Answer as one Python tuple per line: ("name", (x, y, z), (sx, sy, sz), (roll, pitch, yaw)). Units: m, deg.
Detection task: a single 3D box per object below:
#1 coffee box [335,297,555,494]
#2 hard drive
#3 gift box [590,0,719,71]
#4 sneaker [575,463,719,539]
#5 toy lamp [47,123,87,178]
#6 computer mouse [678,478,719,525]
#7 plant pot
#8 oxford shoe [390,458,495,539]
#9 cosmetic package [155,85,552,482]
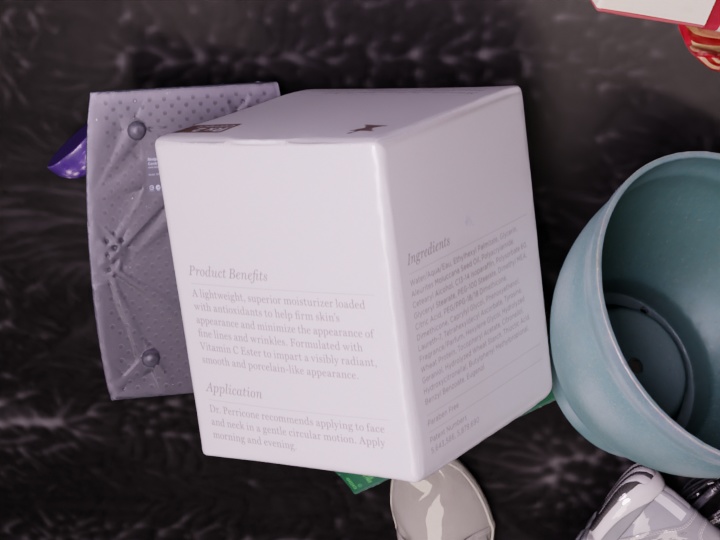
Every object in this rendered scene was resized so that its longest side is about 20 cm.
("coffee box", (0.043, 0.066, 1.193), (0.200, 0.044, 0.123), (-30, 111, 25))
("hard drive", (-0.111, -0.021, 1.122), (0.134, 0.042, 0.201), (-5, 101, -11))
("gift box", (0.170, -0.219, 0.851), (0.199, 0.185, 0.187), (8, 124, -14))
("sneaker", (0.191, 0.243, 1.240), (0.115, 0.075, 0.200), (35, 121, 6))
("toy lamp", (-0.125, -0.015, 1.170), (0.058, 0.058, 0.200), (-34, 110, 26))
("computer mouse", (0.277, 0.115, 1.184), (0.058, 0.034, 0.200), (25, 123, -5))
("plant pot", (0.198, 0.045, 1.081), (0.200, 0.201, 0.134), (34, 147, -10))
("oxford shoe", (0.063, 0.220, 1.275), (0.075, 0.058, 0.201), (-2, 118, 15))
("cosmetic package", (0.000, 0.000, 1.039), (0.164, 0.165, 0.201), (4, 107, 35))
